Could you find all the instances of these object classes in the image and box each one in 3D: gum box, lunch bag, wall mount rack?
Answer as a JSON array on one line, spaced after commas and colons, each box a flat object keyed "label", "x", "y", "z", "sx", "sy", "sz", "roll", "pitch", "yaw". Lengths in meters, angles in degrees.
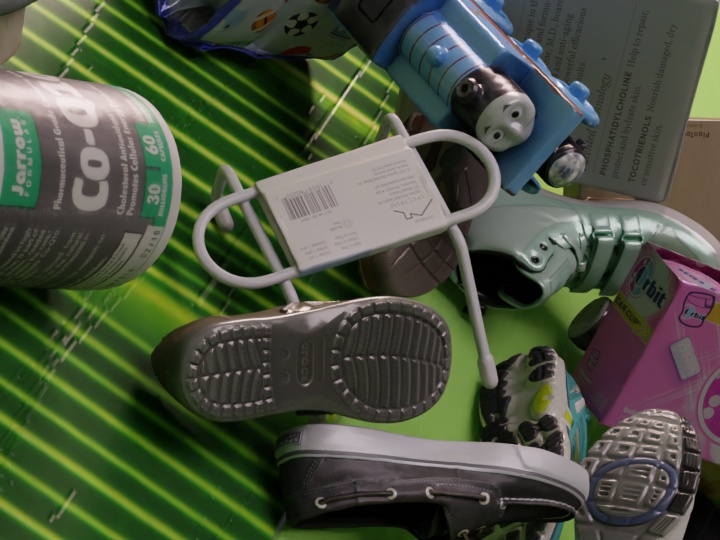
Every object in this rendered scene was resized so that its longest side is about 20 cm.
[{"label": "gum box", "x": 0.259, "y": 0.072, "z": 1.622, "sx": 0.200, "sy": 0.114, "sz": 0.066, "roll": 20, "pitch": 18, "yaw": -25}, {"label": "lunch bag", "x": -0.041, "y": -0.235, "z": 1.556, "sx": 0.124, "sy": 0.200, "sz": 0.170, "roll": 32, "pitch": 19, "yaw": 32}, {"label": "wall mount rack", "x": 0.000, "y": 0.000, "z": 1.425, "sx": 0.200, "sy": 0.075, "sz": 0.174, "roll": -18, "pitch": 67, "yaw": -20}]

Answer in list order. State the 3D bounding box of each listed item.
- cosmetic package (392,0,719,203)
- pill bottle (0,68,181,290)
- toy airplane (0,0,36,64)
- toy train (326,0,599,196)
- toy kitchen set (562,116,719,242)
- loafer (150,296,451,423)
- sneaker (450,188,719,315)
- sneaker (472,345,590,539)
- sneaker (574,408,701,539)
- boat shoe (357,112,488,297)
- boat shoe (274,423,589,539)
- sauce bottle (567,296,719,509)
[{"label": "cosmetic package", "x": 0.146, "y": -0.177, "z": 1.686, "sx": 0.200, "sy": 0.166, "sz": 0.167, "roll": 14, "pitch": 34, "yaw": 5}, {"label": "pill bottle", "x": -0.195, "y": -0.048, "z": 1.209, "sx": 0.200, "sy": 0.113, "sz": 0.113, "roll": 3, "pitch": 57, "yaw": -53}, {"label": "toy airplane", "x": -0.208, "y": -0.233, "z": 1.295, "sx": 0.200, "sy": 0.199, "sz": 0.141, "roll": 49, "pitch": 20, "yaw": -12}, {"label": "toy train", "x": 0.068, "y": -0.127, "z": 1.522, "sx": 0.114, "sy": 0.087, "sz": 0.200, "roll": 25, "pitch": 21, "yaw": -48}, {"label": "toy kitchen set", "x": 0.233, "y": -0.040, "z": 1.866, "sx": 0.200, "sy": 0.180, "sz": 0.163, "roll": 1, "pitch": 95, "yaw": -16}, {"label": "loafer", "x": -0.033, "y": 0.046, "z": 1.347, "sx": 0.200, "sy": 0.070, "sz": 0.075, "roll": 3, "pitch": 96, "yaw": -39}, {"label": "sneaker", "x": 0.152, "y": 0.002, "z": 1.630, "sx": 0.200, "sy": 0.074, "sz": 0.118, "roll": 14, "pitch": 36, "yaw": -1}, {"label": "sneaker", "x": 0.119, "y": 0.127, "z": 1.516, "sx": 0.080, "sy": 0.077, "sz": 0.200, "roll": 52, "pitch": 29, "yaw": -23}, {"label": "sneaker", "x": 0.161, "y": 0.181, "z": 1.468, "sx": 0.087, "sy": 0.074, "sz": 0.200, "roll": 66, "pitch": 42, "yaw": -64}, {"label": "boat shoe", "x": 0.034, "y": -0.046, "z": 1.577, "sx": 0.200, "sy": 0.072, "sz": 0.076, "roll": -54, "pitch": 142, "yaw": -52}, {"label": "boat shoe", "x": 0.042, "y": 0.132, "z": 1.379, "sx": 0.200, "sy": 0.069, "sz": 0.057, "roll": 10, "pitch": 65, "yaw": -23}, {"label": "sauce bottle", "x": 0.229, "y": 0.098, "z": 1.705, "sx": 0.200, "sy": 0.065, "sz": 0.065, "roll": 45, "pitch": 31, "yaw": -14}]
